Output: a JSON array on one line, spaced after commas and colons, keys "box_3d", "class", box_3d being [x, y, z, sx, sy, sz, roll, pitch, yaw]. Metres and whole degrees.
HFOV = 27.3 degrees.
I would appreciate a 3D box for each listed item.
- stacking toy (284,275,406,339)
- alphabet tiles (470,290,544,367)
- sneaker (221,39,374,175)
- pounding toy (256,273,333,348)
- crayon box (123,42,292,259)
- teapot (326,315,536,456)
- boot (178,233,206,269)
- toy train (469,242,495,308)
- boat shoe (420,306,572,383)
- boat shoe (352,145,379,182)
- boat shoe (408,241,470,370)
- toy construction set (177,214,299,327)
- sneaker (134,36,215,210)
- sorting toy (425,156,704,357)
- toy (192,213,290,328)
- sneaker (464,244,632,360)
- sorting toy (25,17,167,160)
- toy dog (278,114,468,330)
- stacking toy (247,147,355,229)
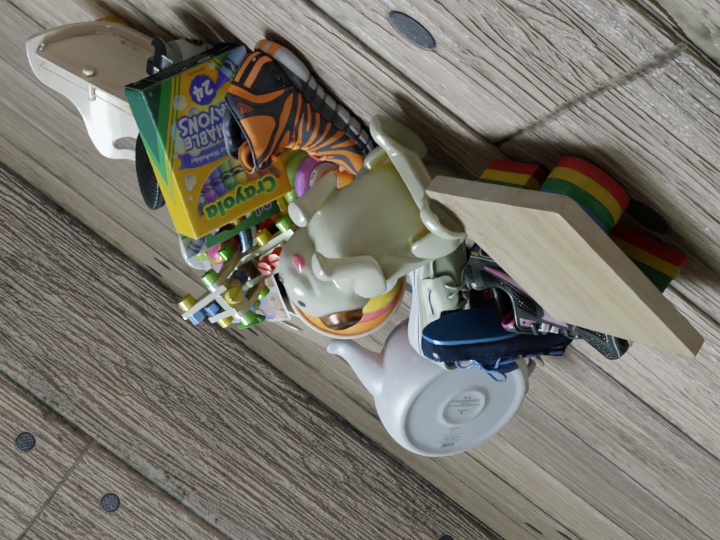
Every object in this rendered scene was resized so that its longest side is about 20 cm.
[{"box_3d": [0.000, 0.000, 1.638, 0.146, 0.146, 0.200, 37, 169, -7], "class": "stacking toy"}, {"box_3d": [0.129, 0.034, 1.712, 0.200, 0.006, 0.166, 39, -171, -13], "class": "alphabet tiles"}, {"box_3d": [-0.072, -0.133, 1.499, 0.078, 0.112, 0.200, 22, 164, 50], "class": "sneaker"}, {"box_3d": [-0.075, -0.025, 1.836, 0.200, 0.184, 0.142, 24, 166, 13], "class": "pounding toy"}, {"box_3d": [-0.152, -0.122, 1.558, 0.052, 0.126, 0.200, 19, 132, 55], "class": "crayon box"}, {"box_3d": [0.098, 0.113, 1.771, 0.200, 0.197, 0.146, 48, -171, -45], "class": "teapot"}, {"box_3d": [-0.186, -0.103, 1.807, 0.073, 0.201, 0.090, 10, -178, -20], "class": "boot"}, {"box_3d": [0.142, 0.008, 1.612, 0.034, 0.046, 0.200, 32, 168, 19], "class": "toy train"}, {"box_3d": [0.152, 0.081, 1.550, 0.199, 0.069, 0.084, -5, -154, -28], "class": "boat shoe"}, {"box_3d": [0.045, -0.068, 1.555, 0.091, 0.071, 0.200, 33, 175, 11], "class": "boat shoe"}, {"box_3d": [0.091, 0.016, 1.566, 0.062, 0.072, 0.200, 38, 143, 39], "class": "boat shoe"}, {"box_3d": [-0.095, -0.002, 1.598, 0.200, 0.131, 0.092, -10, 119, 38], "class": "toy construction set"}, {"box_3d": [-0.191, -0.155, 1.613, 0.088, 0.200, 0.074, -5, -145, -31], "class": "sneaker"}, {"box_3d": [0.188, -0.025, 1.290, 0.200, 0.070, 0.199, 43, 167, -28], "class": "sorting toy"}, {"box_3d": [-0.163, -0.023, 1.702, 0.115, 0.047, 0.200, -4, 115, 43], "class": "toy"}, {"box_3d": [0.182, 0.035, 1.505, 0.200, 0.086, 0.080, 38, 170, -12], "class": "sneaker"}, {"box_3d": [-0.277, -0.186, 1.743, 0.200, 0.107, 0.180, 29, 141, 32], "class": "sorting toy"}, {"box_3d": [0.003, -0.035, 1.437, 0.140, 0.200, 0.194, 57, -158, 12], "class": "toy dog"}, {"box_3d": [-0.055, -0.096, 1.648, 0.200, 0.110, 0.116, 1, 122, 56], "class": "stacking toy"}]
